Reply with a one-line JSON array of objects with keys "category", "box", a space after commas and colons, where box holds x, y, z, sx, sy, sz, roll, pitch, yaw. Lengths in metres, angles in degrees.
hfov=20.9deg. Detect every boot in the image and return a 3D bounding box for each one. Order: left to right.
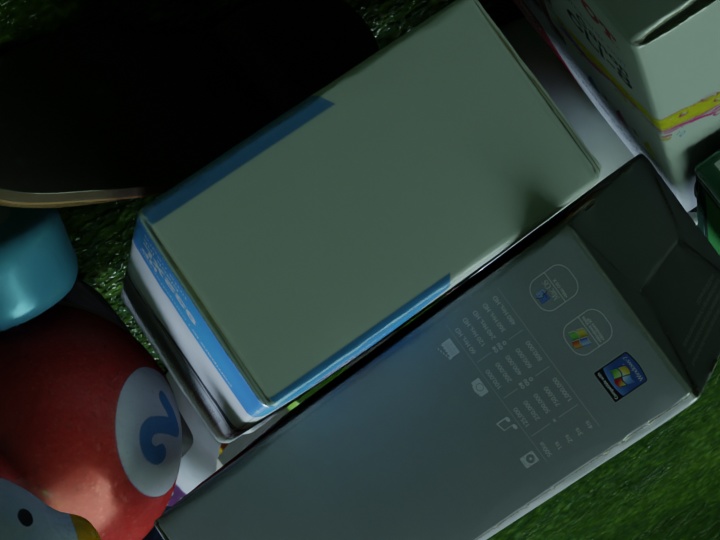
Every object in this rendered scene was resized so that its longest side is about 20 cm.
[{"category": "boot", "box": [-0.081, -0.051, 0.753, 0.200, 0.074, 0.075, -19, 161, -43]}]

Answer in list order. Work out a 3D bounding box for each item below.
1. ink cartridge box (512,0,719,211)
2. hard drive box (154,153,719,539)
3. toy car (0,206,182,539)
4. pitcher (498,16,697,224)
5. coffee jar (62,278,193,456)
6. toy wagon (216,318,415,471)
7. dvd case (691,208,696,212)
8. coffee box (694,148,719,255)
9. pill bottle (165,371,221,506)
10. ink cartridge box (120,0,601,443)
[{"category": "ink cartridge box", "box": [0.133, -0.143, 0.761, 0.145, 0.145, 0.200, -35, 159, 2]}, {"category": "hard drive box", "box": [0.041, 0.053, 0.758, 0.200, 0.077, 0.156, -38, 179, 21]}, {"category": "toy car", "box": [-0.134, 0.102, 0.712, 0.177, 0.200, 0.185, -25, 115, -11]}, {"category": "pitcher", "box": [0.129, -0.055, 0.912, 0.200, 0.172, 0.121, -30, 153, -13]}, {"category": "coffee jar", "box": [-0.178, 0.094, 0.870, 0.200, 0.104, 0.085, -34, 169, 1]}, {"category": "toy wagon", "box": [0.016, 0.076, 0.958, 0.200, 0.040, 0.155, -28, 146, -30]}, {"category": "dvd case", "box": [0.240, -0.061, 1.097, 0.149, 0.016, 0.200, -48, -165, 5]}, {"category": "coffee box", "box": [0.229, -0.067, 0.806, 0.200, 0.044, 0.123, -36, 162, -1]}, {"category": "pill bottle", "box": [-0.066, 0.103, 1.054, 0.112, 0.112, 0.200, -21, 155, -32]}, {"category": "ink cartridge box", "box": [-0.010, -0.011, 0.753, 0.145, 0.084, 0.200, -35, 178, -12]}]
